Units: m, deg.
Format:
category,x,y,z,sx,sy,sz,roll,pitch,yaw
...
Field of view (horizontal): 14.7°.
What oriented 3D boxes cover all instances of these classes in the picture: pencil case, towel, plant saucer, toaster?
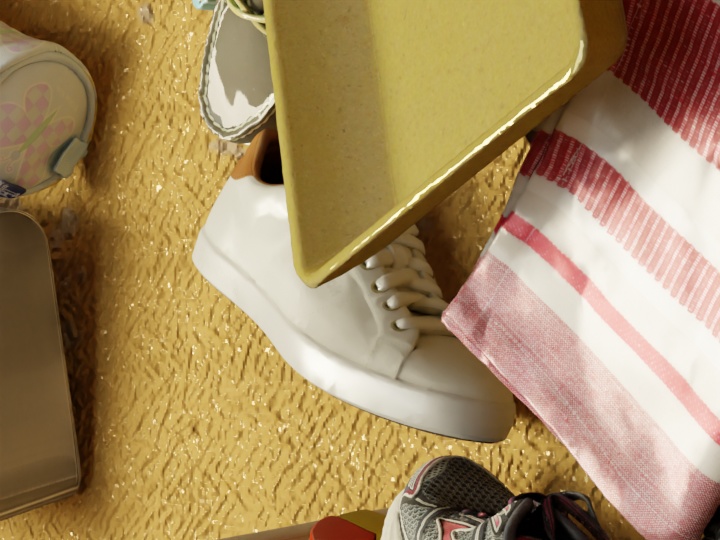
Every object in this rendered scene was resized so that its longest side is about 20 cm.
category,x,y,z,sx,sy,sz,roll,pitch,yaw
pencil case,-0.225,-0.109,1.465,0.200,0.091,0.083,30,98,37
towel,0.113,-0.016,1.008,0.144,0.023,0.201,46,124,34
plant saucer,0.033,-0.118,1.062,0.200,0.048,0.201,-39,51,50
toaster,-0.245,0.052,1.459,0.181,0.118,0.201,8,109,54

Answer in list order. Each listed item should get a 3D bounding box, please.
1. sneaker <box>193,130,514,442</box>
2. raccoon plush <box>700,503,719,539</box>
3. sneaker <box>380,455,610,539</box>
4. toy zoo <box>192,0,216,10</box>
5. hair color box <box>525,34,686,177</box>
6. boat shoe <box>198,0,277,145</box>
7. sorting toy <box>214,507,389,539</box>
category,x,y,z,sx,sy,sz,roll,pitch,yaw
sneaker,0.000,0.000,1.192,0.200,0.073,0.085,37,112,42
raccoon plush,0.181,0.152,0.989,0.201,0.134,0.097,-65,14,-19
sneaker,0.064,0.114,1.075,0.200,0.080,0.075,-130,49,-67
toy zoo,-0.049,-0.219,1.310,0.131,0.020,0.201,31,115,48
hair color box,0.082,-0.125,1.108,0.100,0.060,0.200,-59,47,33
boat shoe,-0.029,-0.139,1.233,0.072,0.060,0.202,38,120,20
sorting toy,-0.008,0.143,1.122,0.200,0.184,0.037,28,119,49
